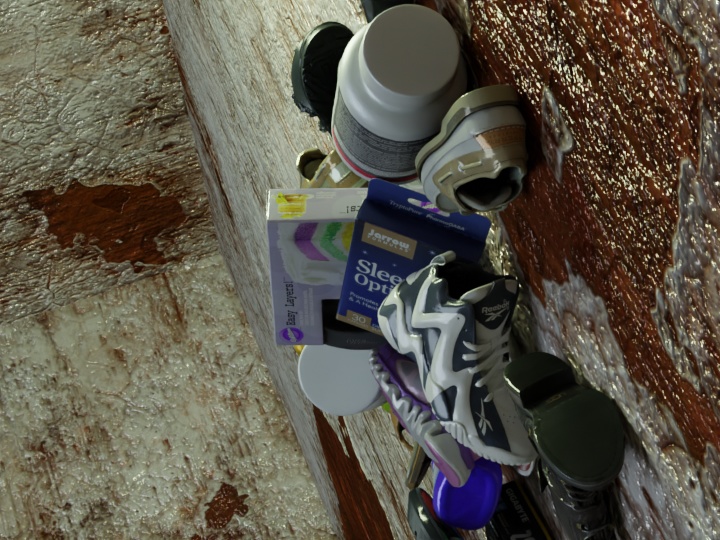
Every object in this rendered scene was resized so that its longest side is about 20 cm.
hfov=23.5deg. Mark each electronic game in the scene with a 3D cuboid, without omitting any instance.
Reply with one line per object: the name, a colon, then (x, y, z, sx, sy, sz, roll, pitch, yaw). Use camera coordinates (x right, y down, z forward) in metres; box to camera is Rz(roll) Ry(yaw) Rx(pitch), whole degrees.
electronic game: (0.109, 0.306, 1.755, 0.200, 0.042, 0.200, 55, -177, -4)

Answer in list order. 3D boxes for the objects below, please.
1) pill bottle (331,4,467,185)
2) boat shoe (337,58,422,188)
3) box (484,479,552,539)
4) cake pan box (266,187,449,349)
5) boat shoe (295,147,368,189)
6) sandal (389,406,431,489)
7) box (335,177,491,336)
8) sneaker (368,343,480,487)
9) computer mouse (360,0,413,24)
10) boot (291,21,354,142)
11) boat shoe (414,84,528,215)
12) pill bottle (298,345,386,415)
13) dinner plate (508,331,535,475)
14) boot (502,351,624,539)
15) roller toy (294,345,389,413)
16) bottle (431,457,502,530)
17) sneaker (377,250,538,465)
pill bottle: (0.034, -0.154, 1.494, 0.200, 0.110, 0.111, 105, 145, -75)
boat shoe: (0.029, -0.142, 1.743, 0.074, 0.064, 0.203, 52, -164, -52)
box: (0.185, 0.337, 1.763, 0.200, 0.049, 0.160, -119, 11, -49)
cake pan box: (0.000, 0.000, 1.712, 0.201, 0.183, 0.053, 91, -179, -49)
boat shoe: (-0.037, -0.099, 1.845, 0.076, 0.072, 0.200, 45, 160, -9)
sandal: (0.060, 0.138, 1.868, 0.080, 0.054, 0.201, 59, -145, -73)
box: (0.047, 0.001, 1.612, 0.200, 0.121, 0.032, 102, -169, -53)
sneaker: (0.079, 0.127, 1.696, 0.200, 0.088, 0.081, 47, 171, 51)
computer mouse: (0.020, -0.267, 1.570, 0.200, 0.052, 0.139, 53, -161, -84)
boot: (-0.039, -0.215, 1.899, 0.168, 0.076, 0.201, 56, 172, 49)
boat shoe: (0.092, -0.079, 1.408, 0.200, 0.074, 0.069, 104, 152, -72)
pill bottle: (0.004, 0.093, 1.931, 0.200, 0.114, 0.115, -31, -77, -72)
dinner plate: (0.135, 0.099, 1.668, 0.200, 0.024, 0.201, 161, 90, -81)
boot: (0.185, 0.174, 1.427, 0.200, 0.069, 0.175, -117, 6, -63)
roller toy: (-0.017, 0.075, 2.171, 0.200, 0.139, 0.183, -119, 14, -51)
bottle: (0.107, 0.190, 1.776, 0.200, 0.065, 0.084, -85, 9, -71)
sneaker: (0.110, 0.068, 1.528, 0.200, 0.079, 0.130, 57, 139, 19)
